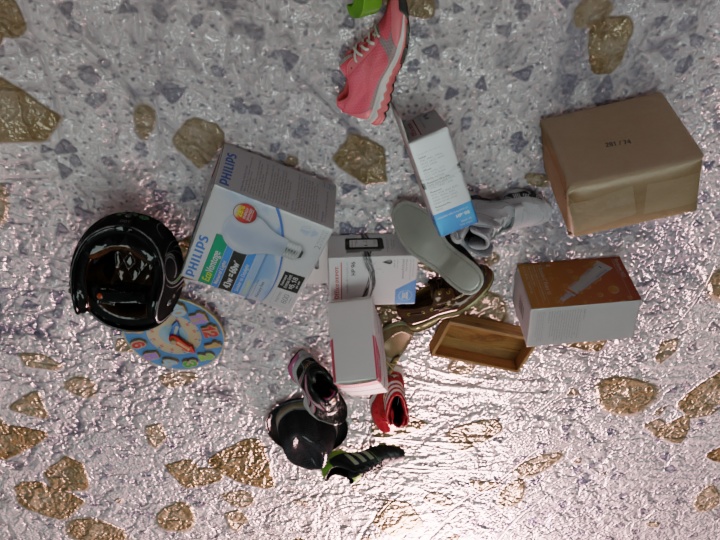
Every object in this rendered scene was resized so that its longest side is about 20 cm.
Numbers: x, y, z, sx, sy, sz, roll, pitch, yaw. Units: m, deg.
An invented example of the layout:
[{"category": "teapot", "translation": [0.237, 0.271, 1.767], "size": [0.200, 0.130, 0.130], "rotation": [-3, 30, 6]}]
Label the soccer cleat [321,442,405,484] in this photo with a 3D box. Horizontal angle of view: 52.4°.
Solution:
[{"category": "soccer cleat", "translation": [0.006, 0.446, 1.679], "size": [0.197, 0.082, 0.068], "rotation": [-6, 131, 1]}]

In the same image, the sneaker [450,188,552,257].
[{"category": "sneaker", "translation": [0.234, -0.078, 1.233], "size": [0.197, 0.116, 0.076], "rotation": [2, 131, -6]}]

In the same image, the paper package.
[{"category": "paper package", "translation": [0.391, -0.165, 1.121], "size": [0.197, 0.192, 0.104], "rotation": [-12, 135, 7]}]

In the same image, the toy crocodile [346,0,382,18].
[{"category": "toy crocodile", "translation": [-0.007, -0.431, 0.959], "size": [0.067, 0.061, 0.201], "rotation": [-38, 132, -24]}]

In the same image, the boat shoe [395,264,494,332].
[{"category": "boat shoe", "translation": [0.154, 0.045, 1.359], "size": [0.199, 0.073, 0.067], "rotation": [-31, 128, 24]}]

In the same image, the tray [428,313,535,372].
[{"category": "tray", "translation": [0.248, 0.144, 1.473], "size": [0.198, 0.037, 0.099], "rotation": [12, 128, -15]}]

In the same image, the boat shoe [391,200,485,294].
[{"category": "boat shoe", "translation": [0.134, -0.040, 1.248], "size": [0.200, 0.060, 0.074], "rotation": [41, 102, 8]}]

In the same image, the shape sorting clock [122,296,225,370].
[{"category": "shape sorting clock", "translation": [-0.360, 0.125, 1.410], "size": [0.197, 0.039, 0.202], "rotation": [-2, 130, -3]}]

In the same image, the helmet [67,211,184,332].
[{"category": "helmet", "translation": [-0.382, 0.005, 1.210], "size": [0.197, 0.191, 0.203], "rotation": [0, 92, -7]}]

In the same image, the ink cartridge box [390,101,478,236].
[{"category": "ink cartridge box", "translation": [0.113, -0.169, 1.127], "size": [0.066, 0.116, 0.202], "rotation": [-20, 115, 4]}]

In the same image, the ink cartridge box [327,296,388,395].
[{"category": "ink cartridge box", "translation": [-0.002, 0.144, 1.329], "size": [0.082, 0.148, 0.200], "rotation": [-7, 164, 4]}]

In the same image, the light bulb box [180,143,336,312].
[{"category": "light bulb box", "translation": [-0.167, -0.067, 1.200], "size": [0.198, 0.126, 0.199], "rotation": [19, 127, -14]}]

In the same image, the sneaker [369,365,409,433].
[{"category": "sneaker", "translation": [0.059, 0.305, 1.541], "size": [0.077, 0.116, 0.202], "rotation": [-3, 130, -1]}]

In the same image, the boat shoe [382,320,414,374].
[{"category": "boat shoe", "translation": [0.043, 0.182, 1.469], "size": [0.073, 0.067, 0.200], "rotation": [24, 125, -22]}]

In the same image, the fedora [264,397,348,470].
[{"category": "fedora", "translation": [-0.118, 0.370, 1.597], "size": [0.198, 0.092, 0.202], "rotation": [-2, 130, -2]}]

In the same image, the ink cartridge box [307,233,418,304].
[{"category": "ink cartridge box", "translation": [0.000, 0.000, 1.312], "size": [0.197, 0.068, 0.117], "rotation": [-2, 130, -2]}]

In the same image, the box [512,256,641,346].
[{"category": "box", "translation": [0.394, 0.056, 1.351], "size": [0.197, 0.125, 0.098], "rotation": [-5, 130, -1]}]

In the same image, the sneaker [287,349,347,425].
[{"category": "sneaker", "translation": [-0.076, 0.255, 1.490], "size": [0.080, 0.086, 0.201], "rotation": [-46, 129, -16]}]

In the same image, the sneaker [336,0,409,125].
[{"category": "sneaker", "translation": [0.015, -0.304, 1.055], "size": [0.086, 0.074, 0.202], "rotation": [10, 129, -10]}]
